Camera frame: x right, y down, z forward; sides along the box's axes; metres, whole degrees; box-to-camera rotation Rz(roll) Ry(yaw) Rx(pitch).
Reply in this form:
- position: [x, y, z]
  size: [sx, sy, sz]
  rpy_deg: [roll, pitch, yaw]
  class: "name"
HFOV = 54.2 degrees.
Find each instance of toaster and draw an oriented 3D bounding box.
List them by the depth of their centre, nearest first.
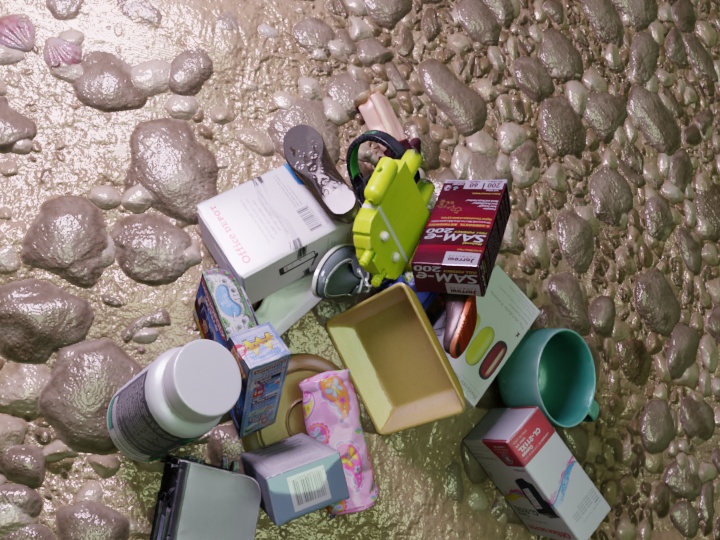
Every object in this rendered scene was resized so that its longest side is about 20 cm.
- position: [-0.211, 0.344, 0.908]
  size: [0.115, 0.180, 0.206]
  rpy_deg: [13, 74, -18]
  class: "toaster"

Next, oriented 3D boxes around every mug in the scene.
- position: [0.304, 0.191, 1.166]
  size: [0.150, 0.113, 0.190]
  rpy_deg: [-26, 101, -34]
  class: "mug"

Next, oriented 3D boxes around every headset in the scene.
- position: [0.055, -0.134, 1.150]
  size: [0.093, 0.122, 0.204]
  rpy_deg: [-36, 106, -40]
  class: "headset"

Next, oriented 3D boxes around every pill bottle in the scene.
- position: [-0.242, 0.169, 0.910]
  size: [0.111, 0.199, 0.116]
  rpy_deg: [21, 53, -32]
  class: "pill bottle"

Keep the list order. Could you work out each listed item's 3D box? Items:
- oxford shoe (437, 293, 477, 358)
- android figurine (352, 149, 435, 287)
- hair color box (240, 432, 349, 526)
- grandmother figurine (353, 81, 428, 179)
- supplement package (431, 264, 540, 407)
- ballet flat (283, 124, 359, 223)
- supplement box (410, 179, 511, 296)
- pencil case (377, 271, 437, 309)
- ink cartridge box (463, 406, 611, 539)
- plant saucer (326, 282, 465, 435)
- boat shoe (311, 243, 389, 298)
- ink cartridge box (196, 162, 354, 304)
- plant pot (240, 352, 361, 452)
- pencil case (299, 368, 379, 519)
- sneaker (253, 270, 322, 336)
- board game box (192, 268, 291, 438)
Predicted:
- position: [0.143, 0.043, 1.066]
  size: [0.070, 0.072, 0.203]
  rpy_deg: [5, 50, 17]
  class: "oxford shoe"
- position: [0.051, -0.073, 1.034]
  size: [0.203, 0.040, 0.184]
  rpy_deg: [-61, 141, -28]
  class: "android figurine"
- position: [-0.092, 0.269, 0.929]
  size: [0.096, 0.199, 0.063]
  rpy_deg: [-14, 89, -19]
  class: "hair color box"
- position: [0.058, -0.211, 1.192]
  size: [0.119, 0.061, 0.203]
  rpy_deg: [-29, 88, -16]
  class: "grandmother figurine"
- position: [0.179, 0.110, 1.143]
  size: [0.114, 0.109, 0.201]
  rpy_deg: [43, 68, -7]
  class: "supplement package"
- position: [-0.057, -0.141, 1.041]
  size: [0.067, 0.047, 0.202]
  rpy_deg: [-34, 58, -3]
  class: "ballet flat"
- position: [0.156, -0.054, 1.062]
  size: [0.202, 0.106, 0.062]
  rpy_deg: [-64, 146, -40]
  class: "supplement box"
- position: [0.119, 0.000, 1.157]
  size: [0.199, 0.086, 0.079]
  rpy_deg: [-41, 119, -22]
  class: "pencil case"
- position: [0.278, 0.323, 1.117]
  size: [0.082, 0.145, 0.202]
  rpy_deg: [-38, 93, -23]
  class: "ink cartridge box"
- position: [0.058, 0.132, 1.060]
  size: [0.048, 0.198, 0.204]
  rpy_deg: [-27, 89, -44]
  class: "plant saucer"
- position: [0.000, 0.000, 1.058]
  size: [0.198, 0.061, 0.075]
  rpy_deg: [-23, 127, -55]
  class: "boat shoe"
- position: [-0.126, -0.062, 1.051]
  size: [0.197, 0.085, 0.147]
  rpy_deg: [-28, 64, -22]
  class: "ink cartridge box"
- position: [-0.085, 0.227, 1.064]
  size: [0.194, 0.027, 0.207]
  rpy_deg: [5, 77, -20]
  class: "plant pot"
- position: [-0.031, 0.250, 1.024]
  size: [0.085, 0.087, 0.206]
  rpy_deg: [-13, 84, -22]
  class: "pencil case"
- position: [-0.108, 0.029, 1.070]
  size: [0.199, 0.073, 0.085]
  rpy_deg: [-42, 97, -21]
  class: "sneaker"
- position: [-0.159, 0.103, 0.951]
  size: [0.060, 0.200, 0.204]
  rpy_deg: [-18, 75, -26]
  class: "board game box"
